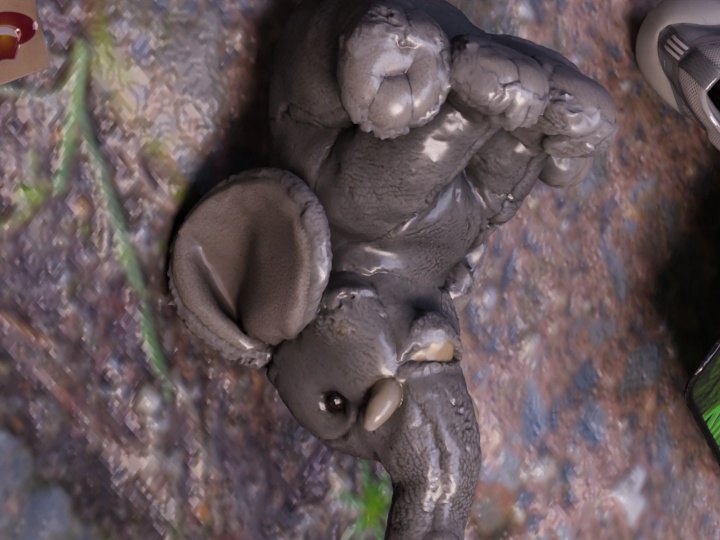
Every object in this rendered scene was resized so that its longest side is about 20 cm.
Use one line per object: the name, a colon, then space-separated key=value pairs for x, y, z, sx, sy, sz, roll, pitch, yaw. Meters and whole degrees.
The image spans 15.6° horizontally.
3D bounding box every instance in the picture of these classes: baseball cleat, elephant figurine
baseball cleat: x=0.204 y=-0.053 z=1.180 sx=0.199 sy=0.107 sz=0.070 roll=22 pitch=114 yaw=-35
elephant figurine: x=0.000 y=0.000 z=0.974 sx=0.141 sy=0.155 sz=0.201 roll=21 pitch=103 yaw=-8

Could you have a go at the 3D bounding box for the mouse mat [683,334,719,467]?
mouse mat: x=0.212 y=-0.003 z=1.167 sx=0.200 sy=0.008 sz=0.161 roll=-53 pitch=155 yaw=-6

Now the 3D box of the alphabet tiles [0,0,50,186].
alphabet tiles: x=-0.190 y=-0.089 z=0.863 sx=0.199 sy=0.008 sz=0.168 roll=-24 pitch=107 yaw=-42
